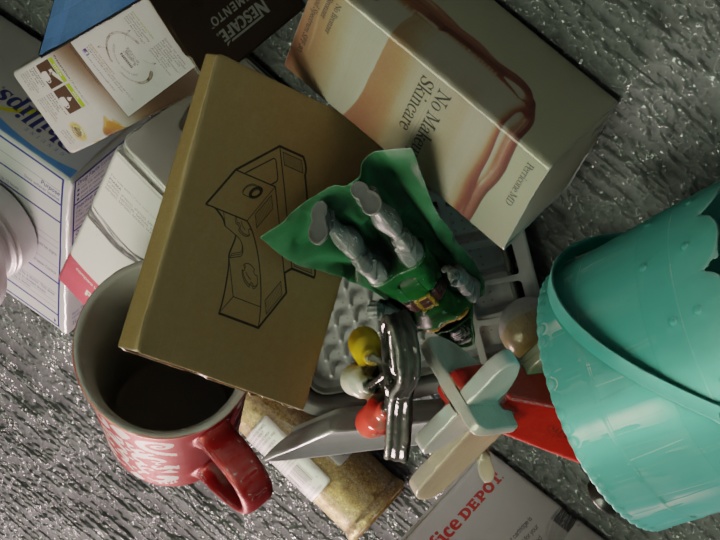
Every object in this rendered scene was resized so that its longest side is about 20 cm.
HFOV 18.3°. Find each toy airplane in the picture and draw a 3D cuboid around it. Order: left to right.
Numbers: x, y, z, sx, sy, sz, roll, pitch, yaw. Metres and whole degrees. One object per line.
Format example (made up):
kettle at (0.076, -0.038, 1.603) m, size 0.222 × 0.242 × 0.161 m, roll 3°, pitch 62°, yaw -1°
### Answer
toy airplane at (0.117, 0.075, 1.544) m, size 0.200 × 0.198 × 0.142 m, roll 76°, pitch 179°, yaw -49°

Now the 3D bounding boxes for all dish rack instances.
dish rack at (0.028, 0.013, 1.613) m, size 0.198 × 0.044 × 0.173 m, roll -13°, pitch 123°, yaw 6°

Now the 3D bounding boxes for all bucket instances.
bucket at (0.208, 0.054, 1.367) m, size 0.134 × 0.207 × 0.208 m, roll -25°, pitch 107°, yaw 26°

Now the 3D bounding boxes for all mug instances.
mug at (-0.141, 0.106, 1.663) m, size 0.200 × 0.132 × 0.179 m, roll 102°, pitch 160°, yaw -71°

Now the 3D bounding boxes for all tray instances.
tray at (0.033, 0.114, 1.674) m, size 0.107 × 0.199 × 0.022 m, roll -26°, pitch 71°, yaw 54°

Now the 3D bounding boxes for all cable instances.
cable at (0.013, 0.079, 1.486) m, size 0.200 × 0.050 × 0.098 m, roll 98°, pitch 167°, yaw -84°

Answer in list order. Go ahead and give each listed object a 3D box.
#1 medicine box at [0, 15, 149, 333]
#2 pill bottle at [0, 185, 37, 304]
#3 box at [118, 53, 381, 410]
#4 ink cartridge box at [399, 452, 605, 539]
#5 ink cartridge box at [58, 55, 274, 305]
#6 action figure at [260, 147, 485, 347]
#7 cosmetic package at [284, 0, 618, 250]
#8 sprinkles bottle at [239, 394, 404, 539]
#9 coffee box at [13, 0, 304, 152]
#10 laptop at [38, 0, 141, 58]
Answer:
medicine box at (-0.278, -0.082, 1.860) m, size 0.181 × 0.103 × 0.201 m, roll 33°, pitch 142°, yaw 18°
pill bottle at (-0.353, 0.015, 1.770) m, size 0.112 × 0.200 × 0.113 m, roll 28°, pitch 142°, yaw 25°
box at (-0.070, -0.023, 1.488) m, size 0.021 × 0.202 × 0.163 m, roll 11°, pitch 172°, yaw 45°
ink cartridge box at (0.125, 0.260, 1.732) m, size 0.200 × 0.144 × 0.084 m, roll 38°, pitch 144°, yaw 13°
ink cartridge box at (-0.134, -0.053, 1.700) m, size 0.085 × 0.146 × 0.200 m, roll 43°, pitch 145°, yaw 8°
action figure at (0.032, 0.001, 1.521) m, size 0.117 × 0.055 × 0.200 m, roll -26°, pitch 144°, yaw 17°
cosmetic package at (0.057, -0.124, 1.482) m, size 0.200 × 0.087 × 0.104 m, roll 39°, pitch 143°, yaw 11°
sprinkles bottle at (-0.055, 0.135, 1.868) m, size 0.200 × 0.068 × 0.068 m, roll 44°, pitch 145°, yaw 4°
coffee box at (-0.150, -0.168, 1.634) m, size 0.199 × 0.114 × 0.080 m, roll -18°, pitch 111°, yaw 53°
laptop at (-0.200, -0.285, 1.568) m, size 0.187 × 0.116 × 0.201 m, roll -18°, pitch 109°, yaw 52°
